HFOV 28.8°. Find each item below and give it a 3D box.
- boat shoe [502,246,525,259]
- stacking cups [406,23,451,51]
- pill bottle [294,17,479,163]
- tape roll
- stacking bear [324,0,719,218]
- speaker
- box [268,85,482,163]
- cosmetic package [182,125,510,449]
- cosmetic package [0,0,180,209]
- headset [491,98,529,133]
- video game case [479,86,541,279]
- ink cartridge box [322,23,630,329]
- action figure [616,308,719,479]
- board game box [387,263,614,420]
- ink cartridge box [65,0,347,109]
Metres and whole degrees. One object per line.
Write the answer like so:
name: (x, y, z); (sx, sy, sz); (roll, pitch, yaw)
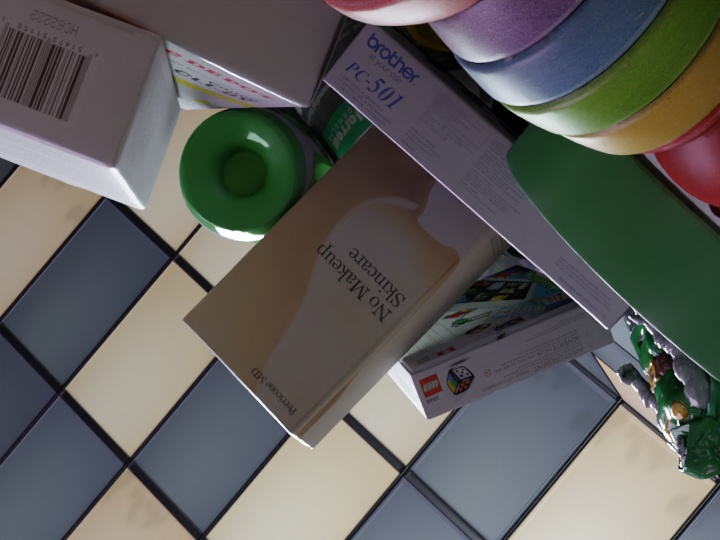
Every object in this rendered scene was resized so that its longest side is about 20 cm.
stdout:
boat shoe: (0.156, -0.028, 1.002); (0.068, 0.074, 0.198); (30, -170, 38)
stacking cups: (0.020, -0.184, 0.721); (0.060, 0.061, 0.200); (40, 179, 28)
pill bottle: (0.011, -0.129, 0.977); (0.201, 0.113, 0.113); (53, -178, 14)
tape roll: (0.158, -0.008, 0.662); (0.200, 0.048, 0.201); (37, -163, -13)
stacking bear: (0.101, -0.093, 0.524); (0.199, 0.122, 0.114); (31, -169, -29)
speaker: (-0.063, -0.059, 0.942); (0.088, 0.089, 0.200); (41, -177, 5)
box: (0.003, -0.138, 1.113); (0.200, 0.141, 0.079); (41, 179, 35)
cosmetic package: (0.000, 0.000, 0.858); (0.105, 0.200, 0.071); (42, 175, 17)
cosmetic package: (-0.158, -0.091, 0.763); (0.101, 0.072, 0.200); (21, 175, -4)
headset: (0.120, -0.071, 0.894); (0.123, 0.094, 0.200); (42, -171, -50)
video game case: (0.088, -0.024, 1.084); (0.023, 0.200, 0.182); (37, 177, 46)
ink cartridge box: (0.074, -0.055, 0.769); (0.200, 0.044, 0.094); (41, -168, 2)
action figure: (0.191, 0.047, 0.886); (0.119, 0.054, 0.201); (91, 173, -45)
board game box: (0.079, 0.042, 0.939); (0.200, 0.125, 0.035); (-139, 28, -81)
ink cartridge box: (-0.112, -0.155, 0.794); (0.144, 0.084, 0.200); (23, 175, -27)
